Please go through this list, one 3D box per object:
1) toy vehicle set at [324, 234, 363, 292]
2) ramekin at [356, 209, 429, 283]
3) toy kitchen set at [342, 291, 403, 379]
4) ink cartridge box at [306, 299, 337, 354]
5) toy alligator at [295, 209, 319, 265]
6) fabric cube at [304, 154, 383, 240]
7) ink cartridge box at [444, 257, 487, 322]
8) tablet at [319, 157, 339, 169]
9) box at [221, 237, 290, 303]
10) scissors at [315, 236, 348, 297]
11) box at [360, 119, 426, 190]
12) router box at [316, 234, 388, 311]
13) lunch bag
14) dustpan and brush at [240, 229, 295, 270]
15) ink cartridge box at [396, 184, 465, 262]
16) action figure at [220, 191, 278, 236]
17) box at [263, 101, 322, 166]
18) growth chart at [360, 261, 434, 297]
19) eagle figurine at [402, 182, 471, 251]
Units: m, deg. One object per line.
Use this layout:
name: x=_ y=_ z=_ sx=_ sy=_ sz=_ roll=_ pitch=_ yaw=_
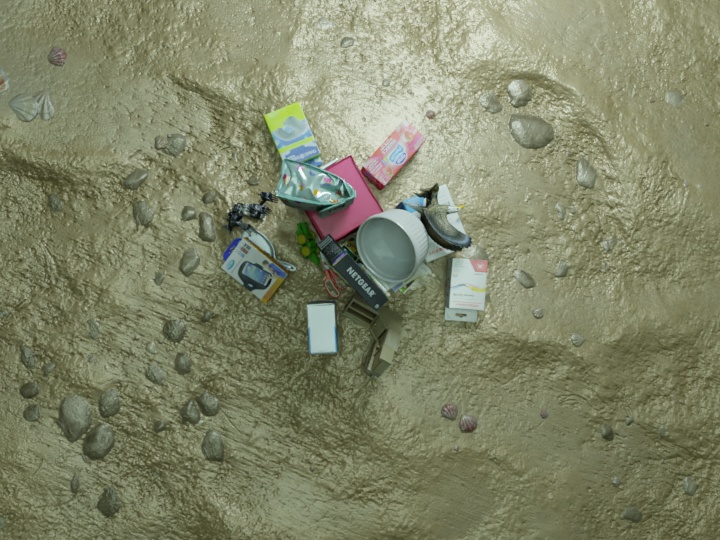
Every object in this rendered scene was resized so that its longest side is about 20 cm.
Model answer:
toy vehicle set: x=0.000 y=0.000 z=1.687 sx=0.200 sy=0.027 sz=0.124 roll=44 pitch=82 yaw=-4
ramekin: x=0.097 y=-0.075 z=1.489 sx=0.105 sy=0.200 sz=0.200 roll=-36 pitch=93 yaw=-44
toy kitchen set: x=0.005 y=0.217 z=1.631 sx=0.180 sy=0.200 sz=0.163 roll=29 pitch=129 yaw=-6
ink cartridge box: x=-0.112 y=0.165 z=1.600 sx=0.084 sy=0.200 sz=0.145 roll=-3 pitch=90 yaw=0
toy alligator: x=-0.179 y=-0.106 z=1.669 sx=0.054 sy=0.059 sz=0.200 roll=-18 pitch=92 yaw=36
fabric cube: x=-0.067 y=-0.200 z=1.602 sx=0.200 sy=0.199 sz=0.196 roll=-29 pitch=91 yaw=-4
ink cartridge box: x=0.334 y=0.064 z=1.698 sx=0.116 sy=0.067 sz=0.201 roll=4 pitch=90 yaw=-4
tablet: x=-0.129 y=-0.296 z=1.596 sx=0.130 sy=0.200 sz=0.014 roll=-30 pitch=101 yaw=-4
box: x=-0.327 y=-0.008 z=1.621 sx=0.200 sy=0.041 sz=0.119 roll=38 pitch=101 yaw=-3
scissors: x=-0.112 y=-0.008 z=1.690 sx=0.073 sy=0.014 sz=0.200 roll=-34 pitch=94 yaw=-3
box: x=0.100 y=-0.358 z=1.664 sx=0.095 sy=0.100 sz=0.200 roll=42 pitch=87 yaw=-3
router box: x=-0.023 y=0.005 z=1.471 sx=0.052 sy=0.157 sz=0.200 roll=-43 pitch=121 yaw=-1
lunch bag: x=-0.111 y=-0.209 z=1.414 sx=0.200 sy=0.170 sz=0.122 roll=14 pitch=89 yaw=-2
dustpan and brush: x=-0.293 y=-0.040 z=1.653 sx=0.200 sy=0.057 sz=0.140 roll=22 pitch=88 yaw=-4
ink cartridge box: x=0.219 y=-0.139 z=1.650 sx=0.147 sy=0.145 sz=0.200 roll=-21 pitch=91 yaw=-5
action figure: x=-0.337 y=-0.163 z=1.620 sx=0.102 sy=0.200 sz=0.119 roll=37 pitch=50 yaw=-33
box: x=-0.209 y=-0.409 z=1.667 sx=0.122 sy=0.048 sz=0.200 roll=-23 pitch=91 yaw=-4
growth chart: x=0.116 y=0.006 z=1.569 sx=0.200 sy=0.018 sz=0.145 roll=-23 pitch=66 yaw=-33
eagle figurine: x=0.225 y=-0.141 z=1.491 sx=0.152 sy=0.151 sz=0.200 roll=-15 pitch=91 yaw=-46
